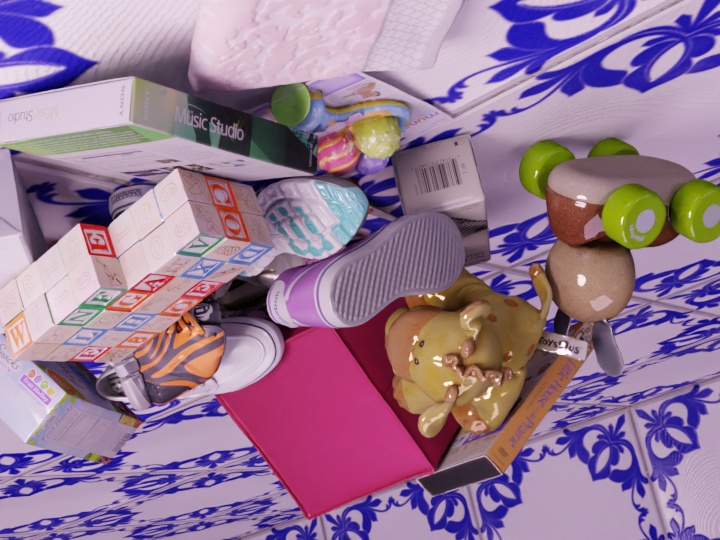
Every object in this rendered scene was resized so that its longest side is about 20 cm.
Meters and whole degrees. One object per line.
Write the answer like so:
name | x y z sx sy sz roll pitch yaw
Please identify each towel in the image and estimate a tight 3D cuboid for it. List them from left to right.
towel | -0.015 -0.180 0.850 0.188 0.033 0.200 -9 162 -16

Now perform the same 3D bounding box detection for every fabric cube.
fabric cube | -0.005 0.113 1.385 0.195 0.201 0.200 -27 -165 36

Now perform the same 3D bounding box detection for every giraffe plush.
giraffe plush | 0.089 0.077 1.169 0.198 0.175 0.162 -5 -176 29

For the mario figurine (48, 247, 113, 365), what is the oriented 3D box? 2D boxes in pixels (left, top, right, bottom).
mario figurine | -0.298 0.049 1.233 0.122 0.107 0.200 -15 165 10

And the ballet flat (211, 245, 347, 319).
ballet flat | -0.100 0.012 1.363 0.071 0.070 0.199 27 140 -37

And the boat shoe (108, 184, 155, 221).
boat shoe | -0.167 -0.026 1.178 0.068 0.057 0.200 -20 162 18

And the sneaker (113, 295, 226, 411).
sneaker | -0.189 0.033 1.174 0.111 0.078 0.201 -20 130 -3

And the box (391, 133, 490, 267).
box | 0.082 -0.059 1.253 0.081 0.069 0.200 -14 162 5

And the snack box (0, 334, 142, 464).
snack box | -0.330 0.111 1.293 0.068 0.168 0.200 -50 163 -2

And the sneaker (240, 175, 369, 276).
sneaker | -0.052 -0.057 1.118 0.091 0.078 0.199 -42 -160 -34

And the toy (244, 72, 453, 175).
toy | -0.008 -0.109 1.055 0.114 0.048 0.199 -20 162 25

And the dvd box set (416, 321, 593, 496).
dvd box set | 0.153 0.143 1.317 0.200 0.029 0.146 -48 -173 -32

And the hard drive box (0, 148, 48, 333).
hard drive box | -0.339 -0.009 1.039 0.154 0.078 0.200 -11 159 -10

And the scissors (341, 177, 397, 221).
scissors | 0.005 -0.065 1.268 0.199 0.014 0.073 6 152 -46

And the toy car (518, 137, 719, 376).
toy car | 0.238 -0.007 1.226 0.156 0.203 0.164 -5 -156 -27

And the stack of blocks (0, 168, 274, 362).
stack of blocks | -0.180 0.001 1.007 0.199 0.059 0.115 -34 156 29

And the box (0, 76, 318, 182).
box | -0.146 -0.097 0.935 0.143 0.037 0.199 -2 174 35

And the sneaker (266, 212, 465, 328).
sneaker | 0.000 -0.001 1.129 0.113 0.074 0.199 -10 -173 45

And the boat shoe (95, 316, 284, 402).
boat shoe | -0.172 0.101 1.277 0.198 0.074 0.067 -17 -170 20
